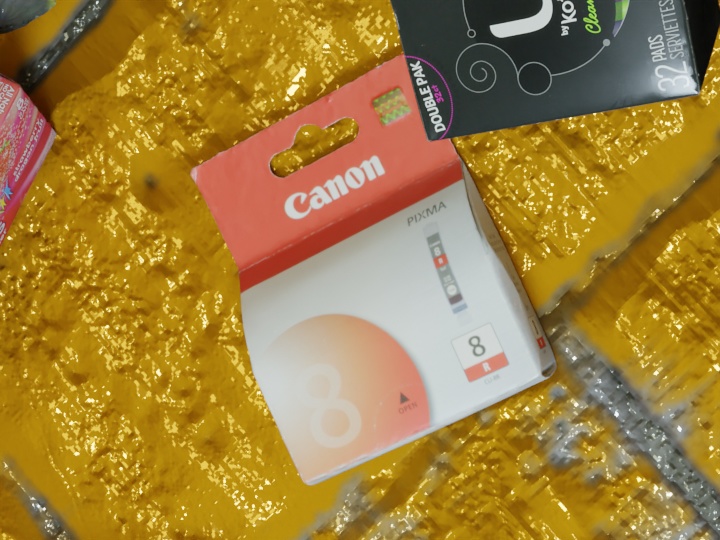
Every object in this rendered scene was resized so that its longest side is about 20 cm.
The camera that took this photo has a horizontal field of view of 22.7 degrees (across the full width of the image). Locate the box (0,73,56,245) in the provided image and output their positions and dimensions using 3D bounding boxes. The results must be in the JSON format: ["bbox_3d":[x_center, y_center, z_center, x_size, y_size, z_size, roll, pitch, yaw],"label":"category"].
[{"bbox_3d":[-0.271,-0.026,1.053,0.095,0.100,0.201,24,80,8],"label":"box"}]

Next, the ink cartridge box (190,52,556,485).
[{"bbox_3d":[0.000,0.000,1.026,0.161,0.050,0.201,-26,90,20],"label":"ink cartridge box"}]

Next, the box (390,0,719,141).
[{"bbox_3d":[0.089,-0.189,0.906,0.147,0.124,0.201,-9,112,20],"label":"box"}]

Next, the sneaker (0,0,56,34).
[{"bbox_3d":[-0.198,-0.239,1.066,0.084,0.074,0.201,27,95,21],"label":"sneaker"}]
